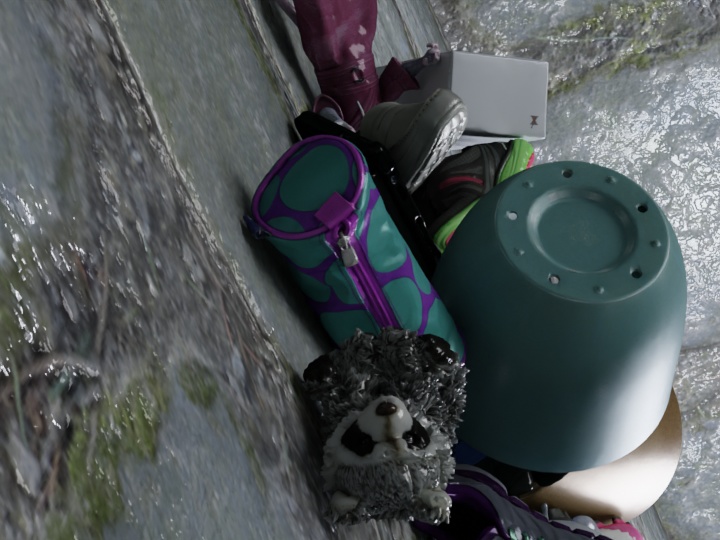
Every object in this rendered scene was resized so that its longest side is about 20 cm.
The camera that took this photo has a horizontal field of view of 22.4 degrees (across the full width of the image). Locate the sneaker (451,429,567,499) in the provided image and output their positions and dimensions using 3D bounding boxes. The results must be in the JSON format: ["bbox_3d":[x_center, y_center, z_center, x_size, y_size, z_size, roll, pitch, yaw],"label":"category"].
[{"bbox_3d":[0.134,0.104,1.399,0.111,0.077,0.200,38,47,11],"label":"sneaker"}]

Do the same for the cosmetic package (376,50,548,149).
[{"bbox_3d":[0.080,-0.153,1.665,0.200,0.101,0.072,-178,-88,-65],"label":"cosmetic package"}]

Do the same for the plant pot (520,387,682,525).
[{"bbox_3d":[0.163,0.143,1.589,0.200,0.186,0.187,3,64,-64],"label":"plant pot"}]

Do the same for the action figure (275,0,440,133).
[{"bbox_3d":[-0.020,-0.175,1.583,0.149,0.134,0.201,7,-65,51],"label":"action figure"}]

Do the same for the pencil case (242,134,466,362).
[{"bbox_3d":[0.001,0.007,1.200,0.200,0.085,0.093,58,1,-42],"label":"pencil case"}]

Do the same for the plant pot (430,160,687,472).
[{"bbox_3d":[0.144,0.018,1.309,0.161,0.200,0.201,98,-21,-53],"label":"plant pot"}]

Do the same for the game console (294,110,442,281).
[{"bbox_3d":[0.000,0.000,1.418,0.176,0.116,0.200,30,-24,50],"label":"game console"}]

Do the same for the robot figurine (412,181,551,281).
[{"bbox_3d":[0.093,-0.019,1.647,0.200,0.150,0.125,-101,177,-54],"label":"robot figurine"}]

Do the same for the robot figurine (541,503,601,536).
[{"bbox_3d":[0.160,0.270,1.379,0.200,0.112,0.170,61,34,-33],"label":"robot figurine"}]

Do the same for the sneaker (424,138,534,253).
[{"bbox_3d":[0.089,-0.051,1.539,0.200,0.083,0.077,-51,142,-57],"label":"sneaker"}]

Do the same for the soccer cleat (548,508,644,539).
[{"bbox_3d":[0.198,0.259,1.560,0.200,0.070,0.087,19,41,-57],"label":"soccer cleat"}]

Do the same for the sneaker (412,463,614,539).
[{"bbox_3d":[0.118,0.205,1.253,0.199,0.075,0.087,27,11,19],"label":"sneaker"}]

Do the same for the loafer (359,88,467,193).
[{"bbox_3d":[0.030,-0.101,1.430,0.070,0.070,0.200,44,-22,0],"label":"loafer"}]

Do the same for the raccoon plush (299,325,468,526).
[{"bbox_3d":[0.033,0.129,1.099,0.200,0.096,0.134,58,21,-45],"label":"raccoon plush"}]
